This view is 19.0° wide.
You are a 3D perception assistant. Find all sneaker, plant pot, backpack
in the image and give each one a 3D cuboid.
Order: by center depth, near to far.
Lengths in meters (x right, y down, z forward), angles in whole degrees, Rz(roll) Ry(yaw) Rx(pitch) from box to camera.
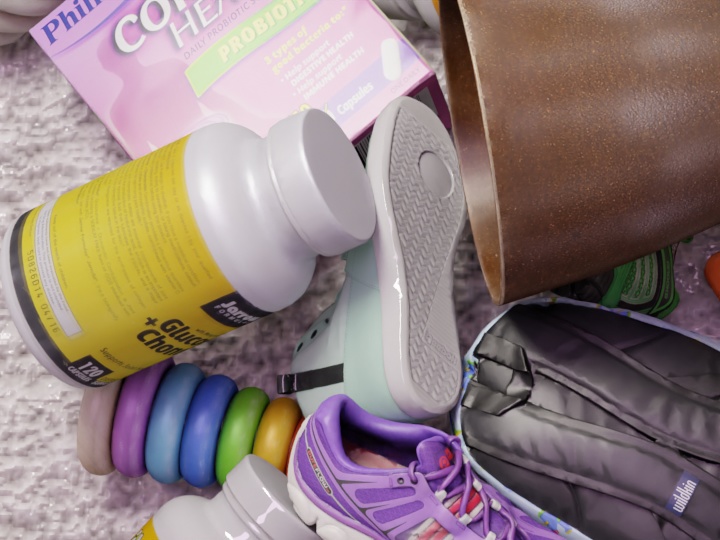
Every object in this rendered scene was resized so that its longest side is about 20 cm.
[{"bbox_3d":[0.156,-0.090,1.175,0.199,0.187,0.188,-10,72,-2],"label":"plant pot"},{"bbox_3d":[0.049,0.135,1.176,0.199,0.084,0.081,26,40,13],"label":"sneaker"},{"bbox_3d":[0.146,0.099,1.238,0.199,0.154,0.164,23,82,-5],"label":"backpack"},{"bbox_3d":[0.000,0.000,1.265,0.118,0.074,0.201,-22,58,43],"label":"sneaker"},{"bbox_3d":[0.163,-0.057,1.314,0.078,0.085,0.201,-19,51,47],"label":"sneaker"}]

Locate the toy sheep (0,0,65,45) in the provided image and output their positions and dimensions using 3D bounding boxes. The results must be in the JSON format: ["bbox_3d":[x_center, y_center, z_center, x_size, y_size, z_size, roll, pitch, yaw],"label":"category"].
[{"bbox_3d":[-0.231,-0.222,1.385,0.200,0.138,0.138,-45,66,39],"label":"toy sheep"}]

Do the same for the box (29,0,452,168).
[{"bbox_3d":[-0.073,-0.121,1.353,0.176,0.097,0.200,-39,71,-3],"label":"box"}]

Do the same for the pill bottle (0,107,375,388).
[{"bbox_3d":[-0.096,-0.016,1.217,0.199,0.112,0.113,-23,70,22],"label":"pill bottle"}]

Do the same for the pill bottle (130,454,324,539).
[{"bbox_3d":[-0.107,0.202,1.245,0.200,0.104,0.104,-46,72,6],"label":"pill bottle"}]

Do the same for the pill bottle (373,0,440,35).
[{"bbox_3d":[0.097,-0.193,1.311,0.199,0.111,0.112,6,74,37],"label":"pill bottle"}]

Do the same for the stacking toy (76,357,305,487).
[{"bbox_3d":[-0.066,0.102,1.299,0.199,0.085,0.086,12,76,9],"label":"stacking toy"}]

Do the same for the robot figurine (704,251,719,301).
[{"bbox_3d":[0.288,-0.016,1.250,0.116,0.144,0.201,-12,67,-35],"label":"robot figurine"}]
